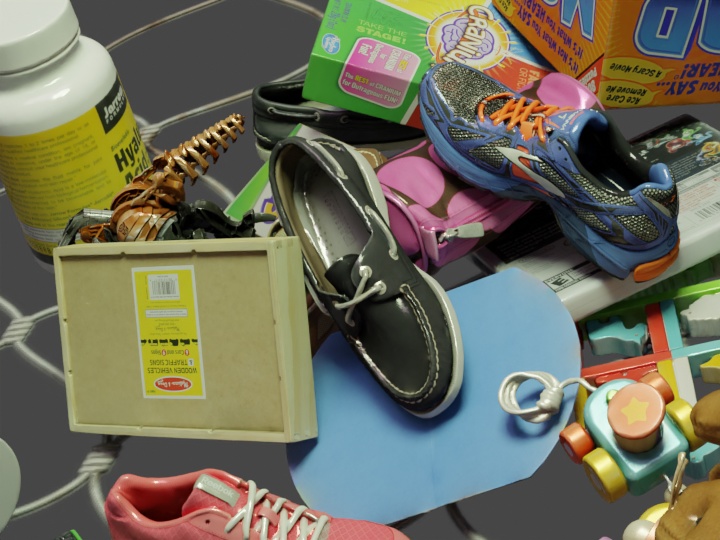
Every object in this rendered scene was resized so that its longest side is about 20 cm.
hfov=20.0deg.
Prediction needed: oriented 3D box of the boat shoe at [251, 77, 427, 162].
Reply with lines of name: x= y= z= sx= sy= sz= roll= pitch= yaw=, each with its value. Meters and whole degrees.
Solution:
boat shoe: x=0.008 y=-0.136 z=1.576 sx=0.197 sy=0.067 sz=0.075 roll=-7 pitch=34 yaw=14

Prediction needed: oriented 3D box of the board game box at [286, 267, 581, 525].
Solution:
board game box: x=0.050 y=0.090 z=1.260 sx=0.199 sy=0.039 sz=0.159 roll=-21 pitch=46 yaw=18

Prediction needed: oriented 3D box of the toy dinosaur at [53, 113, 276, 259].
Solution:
toy dinosaur: x=-0.133 y=-0.018 z=1.410 sx=0.200 sy=0.135 sz=0.103 roll=-44 pitch=30 yaw=46

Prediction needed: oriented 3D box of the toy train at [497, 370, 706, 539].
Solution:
toy train: x=0.119 y=0.132 z=1.125 sx=0.149 sy=0.056 sz=0.201 roll=2 pitch=58 yaw=12

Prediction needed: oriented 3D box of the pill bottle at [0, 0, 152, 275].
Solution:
pill bottle: x=-0.223 y=-0.104 z=1.520 sx=0.110 sy=0.201 sz=0.112 roll=-12 pitch=35 yaw=9

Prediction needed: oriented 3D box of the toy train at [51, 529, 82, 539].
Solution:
toy train: x=-0.134 y=0.214 z=1.168 sx=0.042 sy=0.057 sz=0.200 roll=-30 pitch=36 yaw=-17

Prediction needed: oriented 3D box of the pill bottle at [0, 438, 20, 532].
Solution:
pill bottle: x=-0.312 y=0.116 z=1.336 sx=0.199 sy=0.113 sz=0.112 roll=21 pitch=50 yaw=43

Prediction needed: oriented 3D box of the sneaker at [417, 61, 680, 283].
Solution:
sneaker: x=0.123 y=-0.079 z=1.285 sx=0.199 sy=0.079 sz=0.075 roll=33 pitch=53 yaw=17

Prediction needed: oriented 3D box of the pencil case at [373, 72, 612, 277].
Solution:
pencil case: x=0.088 y=-0.060 z=1.364 sx=0.199 sy=0.091 sz=0.093 roll=-33 pitch=17 yaw=-29

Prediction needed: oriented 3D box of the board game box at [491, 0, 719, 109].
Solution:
board game box: x=0.231 y=-0.251 z=1.468 sx=0.198 sy=0.201 sz=0.200 roll=-4 pitch=30 yaw=-19

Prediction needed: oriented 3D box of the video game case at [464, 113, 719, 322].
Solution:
video game case: x=0.177 y=-0.036 z=1.376 sx=0.199 sy=0.024 sz=0.182 roll=-25 pitch=25 yaw=-9

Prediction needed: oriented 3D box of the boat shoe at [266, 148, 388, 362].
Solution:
boat shoe: x=-0.026 y=-0.007 z=1.374 sx=0.075 sy=0.074 sz=0.201 roll=-5 pitch=49 yaw=31

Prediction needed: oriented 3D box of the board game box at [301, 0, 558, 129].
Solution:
board game box: x=0.067 y=-0.160 z=1.535 sx=0.198 sy=0.041 sz=0.154 roll=15 pitch=39 yaw=-1

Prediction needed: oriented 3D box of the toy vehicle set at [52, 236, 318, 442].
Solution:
toy vehicle set: x=-0.116 y=0.044 z=1.312 sx=0.199 sy=0.126 sz=0.026 roll=-1 pitch=6 yaw=39

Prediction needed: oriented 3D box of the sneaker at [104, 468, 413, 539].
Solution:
sneaker: x=-0.065 y=0.158 z=1.187 sx=0.198 sy=0.087 sz=0.074 roll=0 pitch=39 yaw=24

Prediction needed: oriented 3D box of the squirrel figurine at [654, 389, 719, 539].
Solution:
squirrel figurine: x=0.252 y=0.119 z=1.042 sx=0.199 sy=0.143 sz=0.186 roll=22 pitch=42 yaw=33

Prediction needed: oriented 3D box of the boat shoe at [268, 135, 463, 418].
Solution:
boat shoe: x=0.000 y=0.000 z=1.256 sx=0.074 sy=0.060 sz=0.201 roll=-36 pitch=61 yaw=26

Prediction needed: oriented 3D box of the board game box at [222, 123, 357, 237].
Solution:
board game box: x=-0.020 y=-0.044 z=1.479 sx=0.096 sy=0.030 sz=0.199 roll=-50 pitch=40 yaw=-13

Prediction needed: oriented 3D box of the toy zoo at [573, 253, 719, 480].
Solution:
toy zoo: x=0.193 y=0.057 z=1.265 sx=0.130 sy=0.021 sz=0.201 roll=-12 pitch=34 yaw=9
